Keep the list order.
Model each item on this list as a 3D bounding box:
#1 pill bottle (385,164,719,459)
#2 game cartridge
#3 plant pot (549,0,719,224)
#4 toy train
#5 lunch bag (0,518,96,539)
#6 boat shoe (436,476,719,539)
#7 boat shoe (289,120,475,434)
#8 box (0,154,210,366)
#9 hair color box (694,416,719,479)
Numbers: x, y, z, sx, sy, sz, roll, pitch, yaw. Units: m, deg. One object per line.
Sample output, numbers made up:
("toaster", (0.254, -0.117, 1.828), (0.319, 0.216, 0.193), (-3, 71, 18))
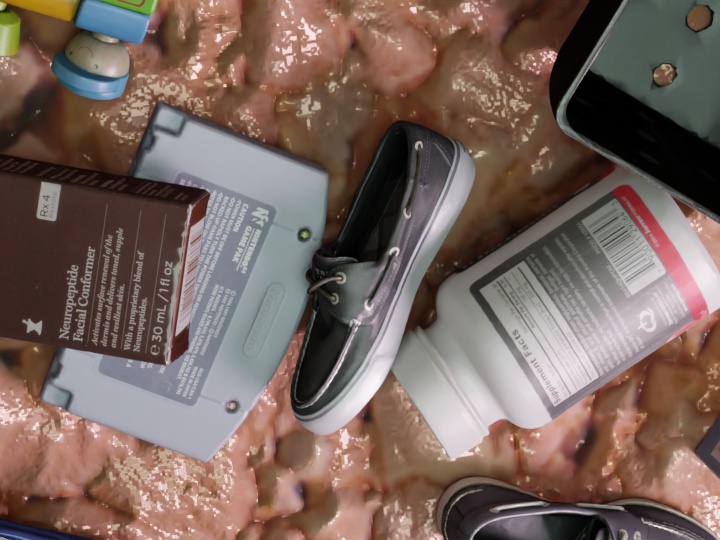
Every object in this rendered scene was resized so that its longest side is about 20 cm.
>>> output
("pill bottle", (0.116, 0.028, 1.561), (0.200, 0.111, 0.111), (-33, 106, 0))
("game cartridge", (-0.101, 0.011, 1.562), (0.133, 0.041, 0.201), (22, 99, -10))
("plant pot", (0.226, -0.141, 1.505), (0.199, 0.177, 0.200), (29, 98, -15))
("toy train", (-0.213, -0.179, 1.482), (0.199, 0.085, 0.116), (15, 114, -12))
("lunch bag", (-0.206, 0.219, 1.542), (0.199, 0.136, 0.133), (14, 100, -11))
("boat shoe", (0.148, 0.183, 1.627), (0.199, 0.063, 0.073), (13, 101, -12))
("boat shoe", (0.000, 0.000, 1.541), (0.066, 0.070, 0.200), (31, 88, -35))
("box", (-0.196, -0.013, 1.498), (0.199, 0.075, 0.101), (9, 99, 5))
("hair color box", (0.322, 0.160, 1.631), (0.200, 0.099, 0.061), (34, 95, -15))
